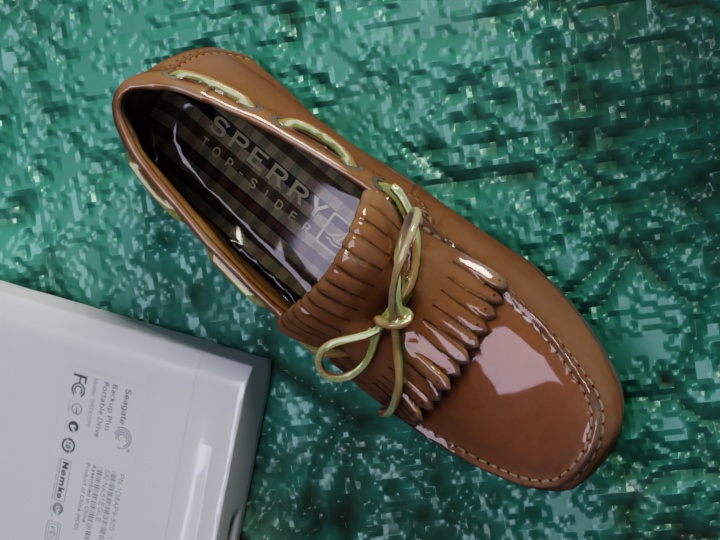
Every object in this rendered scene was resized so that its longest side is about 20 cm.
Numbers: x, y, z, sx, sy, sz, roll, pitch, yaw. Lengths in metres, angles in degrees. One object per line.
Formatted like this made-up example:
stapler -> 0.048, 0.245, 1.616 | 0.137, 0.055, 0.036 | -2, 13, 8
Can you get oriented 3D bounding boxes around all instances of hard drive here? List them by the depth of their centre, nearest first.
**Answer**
hard drive -> -0.136, 0.070, 1.065 | 0.199, 0.027, 0.133 | 15, 102, 19

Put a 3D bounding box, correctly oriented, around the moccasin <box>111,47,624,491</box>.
moccasin -> 0.001, -0.001, 0.973 | 0.201, 0.078, 0.074 | 46, 110, 11
